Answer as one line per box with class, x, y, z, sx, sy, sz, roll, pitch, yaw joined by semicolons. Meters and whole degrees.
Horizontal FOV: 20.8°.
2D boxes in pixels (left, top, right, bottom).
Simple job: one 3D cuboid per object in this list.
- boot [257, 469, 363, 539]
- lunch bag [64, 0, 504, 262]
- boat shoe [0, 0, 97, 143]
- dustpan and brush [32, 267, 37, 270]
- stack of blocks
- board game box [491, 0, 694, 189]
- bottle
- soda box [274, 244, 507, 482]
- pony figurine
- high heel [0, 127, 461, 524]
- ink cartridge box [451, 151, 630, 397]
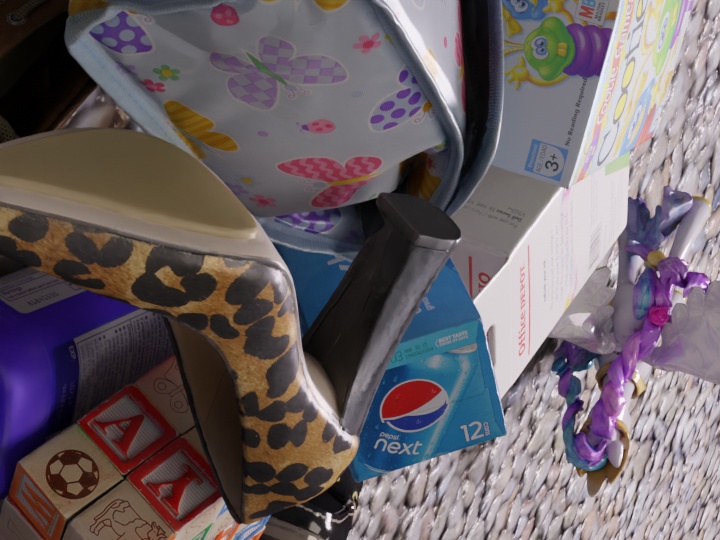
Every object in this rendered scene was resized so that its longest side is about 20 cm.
boot;-0.018;0.072;0.981;0.200;0.073;0.151;65;46;-84
lunch bag;-0.014;-0.114;0.696;0.200;0.127;0.170;55;29;-59
boat shoe;-0.145;-0.044;0.669;0.200;0.074;0.076;-59;156;-19
dustpan and brush;-0.161;-0.054;0.594;0.140;0.057;0.200;-60;140;-12
stack of blocks;-0.095;0.113;0.822;0.115;0.059;0.200;-36;165;-32
board game box;0.101;-0.119;1.037;0.200;0.103;0.105;-29;135;-66
bottle;-0.107;0.030;0.816;0.200;0.065;0.084;-26;142;-56
soda box;0.000;0.000;0.853;0.068;0.200;0.064;-17;125;-4
pony figurine;0.194;0.036;1.358;0.194;0.166;0.200;97;13;-45
high heel;-0.071;0.030;0.652;0.199;0.071;0.143;9;122;-37
ink cartridge box;0.089;-0.015;1.171;0.200;0.067;0.117;-50;150;-35
